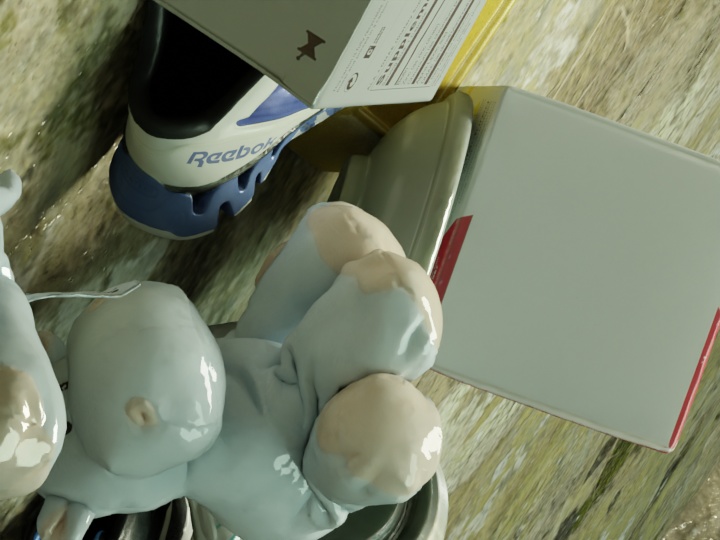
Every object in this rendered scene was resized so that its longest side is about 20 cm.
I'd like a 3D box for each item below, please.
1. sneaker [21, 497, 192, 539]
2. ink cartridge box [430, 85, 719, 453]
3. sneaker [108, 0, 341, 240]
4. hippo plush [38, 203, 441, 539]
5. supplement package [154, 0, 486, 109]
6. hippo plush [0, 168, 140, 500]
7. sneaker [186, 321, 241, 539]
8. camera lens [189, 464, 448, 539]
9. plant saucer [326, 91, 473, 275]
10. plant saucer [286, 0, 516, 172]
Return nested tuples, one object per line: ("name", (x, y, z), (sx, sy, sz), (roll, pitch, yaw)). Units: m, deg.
("sneaker", (-0.164, 0.182, 1.528), (0.201, 0.073, 0.112), (-62, 163, -9))
("ink cartridge box", (0.101, -0.006, 1.516), (0.200, 0.144, 0.146), (-151, -100, -84))
("sneaker", (-0.034, -0.110, 1.289), (0.200, 0.080, 0.115), (-49, 165, -20))
("hippo plush", (-0.071, 0.049, 1.300), (0.200, 0.160, 0.160), (130, -37, -51))
("supplement package", (-0.038, -0.169, 0.929), (0.156, 0.200, 0.111), (-60, 165, 15))
("hippo plush", (-0.151, -0.025, 0.956), (0.199, 0.159, 0.161), (-21, 135, -33))
("sneaker", (-0.054, 0.117, 1.519), (0.080, 0.070, 0.201), (-17, 115, -4))
("camera lens", (-0.040, 0.167, 1.689), (0.160, 0.160, 0.200), (-46, 162, -32))
("plant saucer", (0.000, 0.000, 1.459), (0.200, 0.050, 0.201), (-160, -90, -86))
("plant saucer", (0.031, -0.137, 1.495), (0.200, 0.048, 0.200), (-56, 164, 1))
